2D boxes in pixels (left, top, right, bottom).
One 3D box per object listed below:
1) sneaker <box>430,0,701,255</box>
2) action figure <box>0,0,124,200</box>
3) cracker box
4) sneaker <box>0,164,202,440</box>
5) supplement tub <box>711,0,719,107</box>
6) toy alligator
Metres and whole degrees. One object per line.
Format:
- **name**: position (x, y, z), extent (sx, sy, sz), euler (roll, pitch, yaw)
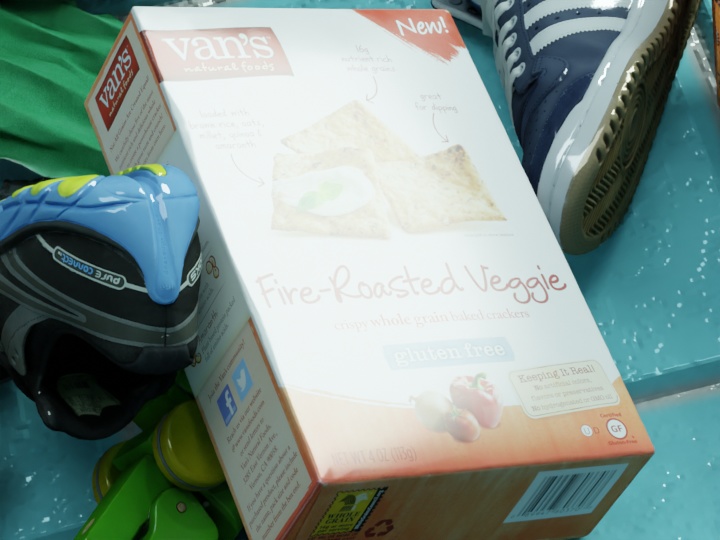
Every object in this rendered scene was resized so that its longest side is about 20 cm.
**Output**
- **sneaker**: position (0.065, -0.089, 1.077), extent (0.108, 0.070, 0.201), euler (13, 48, 13)
- **action figure**: position (-0.116, -0.062, 1.095), extent (0.199, 0.055, 0.118), euler (22, 56, 28)
- **cracker box**: position (0.000, 0.000, 0.973), extent (0.133, 0.058, 0.201), euler (-3, 54, -31)
- **sneaker**: position (-0.108, 0.019, 0.961), extent (0.070, 0.199, 0.083), euler (-5, 83, -28)
- **supplement tub**: position (0.228, -0.112, 1.039), extent (0.199, 0.123, 0.123), euler (-3, 51, 6)
- **toy alligator**: position (-0.061, 0.080, 0.977), extent (0.054, 0.059, 0.201), euler (36, 56, -15)
